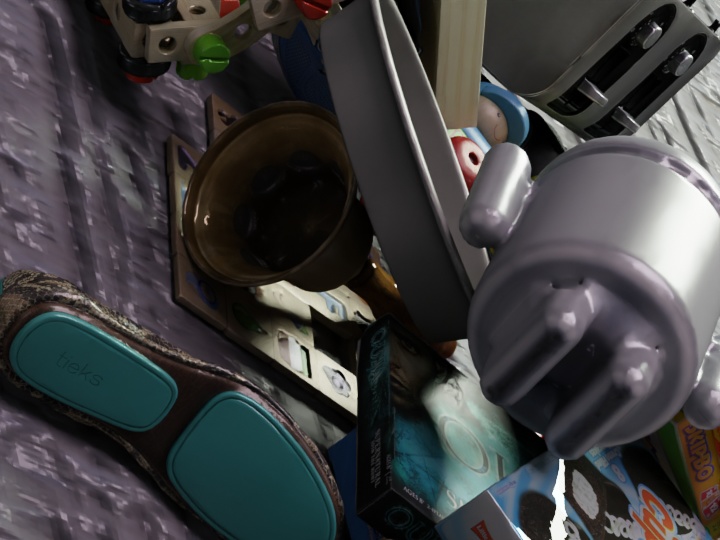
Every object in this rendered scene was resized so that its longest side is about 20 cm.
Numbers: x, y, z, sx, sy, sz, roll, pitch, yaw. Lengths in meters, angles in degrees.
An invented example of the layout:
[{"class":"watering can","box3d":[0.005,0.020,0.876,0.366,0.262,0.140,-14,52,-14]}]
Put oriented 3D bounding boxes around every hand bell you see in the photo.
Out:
[{"class":"hand bell","box3d":[0.000,0.000,1.414,0.200,0.104,0.105,40,24,-51]}]

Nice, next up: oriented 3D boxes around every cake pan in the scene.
[{"class":"cake pan","box3d":[0.025,-0.051,1.344,0.200,0.037,0.201,-19,90,-83]}]

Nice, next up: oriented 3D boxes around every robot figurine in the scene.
[{"class":"robot figurine","box3d":[0.120,0.007,1.279,0.170,0.113,0.200,43,34,-7]}]

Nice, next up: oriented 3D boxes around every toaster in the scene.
[{"class":"toaster","box3d":[0.113,-0.182,1.660,0.200,0.119,0.181,45,8,20]}]

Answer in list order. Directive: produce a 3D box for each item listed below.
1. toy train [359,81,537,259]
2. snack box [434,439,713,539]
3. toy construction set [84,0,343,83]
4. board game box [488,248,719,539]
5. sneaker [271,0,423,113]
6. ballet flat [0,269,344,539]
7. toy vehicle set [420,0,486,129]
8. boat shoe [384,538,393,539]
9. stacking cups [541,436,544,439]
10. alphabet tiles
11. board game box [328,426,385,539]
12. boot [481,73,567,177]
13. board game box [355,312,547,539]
[{"class":"toy train","box3d":[0.097,-0.011,1.557,0.200,0.084,0.116,52,41,-10]},{"class":"snack box","box3d":[0.115,0.139,1.261,0.116,0.037,0.200,56,24,6]},{"class":"toy construction set","box3d":[-0.077,-0.158,1.424,0.130,0.093,0.200,-6,22,-21]},{"class":"board game box","box3d":[0.137,0.063,1.388,0.200,0.030,0.096,42,-21,45]},{"class":"sneaker","box3d":[-0.008,-0.140,1.502,0.078,0.200,0.090,-2,55,-7]},{"class":"ballet flat","box3d":[-0.087,0.059,1.203,0.200,0.068,0.075,37,12,-25]},{"class":"toy vehicle set","box3d":[0.044,-0.195,1.483,0.026,0.201,0.125,-6,40,-11]},{"class":"boat shoe","box3d":[0.025,0.220,1.167,0.072,0.067,0.201,-81,148,-81]},{"class":"stacking cups","box3d":[0.131,0.134,1.483,0.200,0.060,0.061,40,26,-20]},{"class":"alphabet tiles","box3d":[-0.043,-0.009,1.436,0.167,0.008,0.201,36,28,-31]},{"class":"board game box","box3d":[0.086,0.185,1.332,0.200,0.056,0.197,30,32,-39]},{"class":"boot","box3d":[0.077,-0.072,1.654,0.162,0.073,0.199,34,22,-39]},{"class":"board game box","box3d":[0.075,0.123,1.294,0.200,0.028,0.136,40,27,-26]}]
